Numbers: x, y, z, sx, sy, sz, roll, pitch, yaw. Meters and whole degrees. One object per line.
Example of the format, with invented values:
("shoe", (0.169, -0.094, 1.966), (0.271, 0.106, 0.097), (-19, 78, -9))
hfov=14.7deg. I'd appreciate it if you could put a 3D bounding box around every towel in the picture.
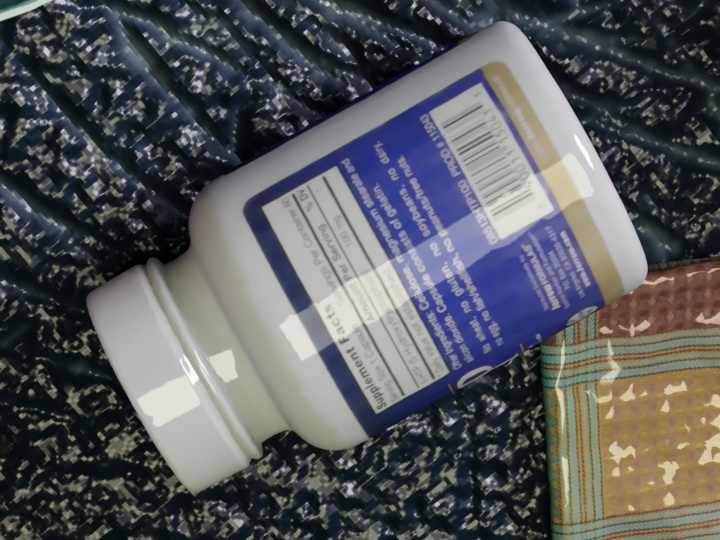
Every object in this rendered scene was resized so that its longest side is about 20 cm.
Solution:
("towel", (0.152, 0.091, 1.196), (0.146, 0.022, 0.201), (-7, 108, -7))

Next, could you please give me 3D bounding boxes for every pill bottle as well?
("pill bottle", (0.000, 0.000, 1.093), (0.199, 0.120, 0.120), (-29, 109, 1))

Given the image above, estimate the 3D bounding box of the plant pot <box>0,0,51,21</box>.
("plant pot", (-0.160, -0.198, 1.000), (0.199, 0.134, 0.201), (-2, 108, -8))
